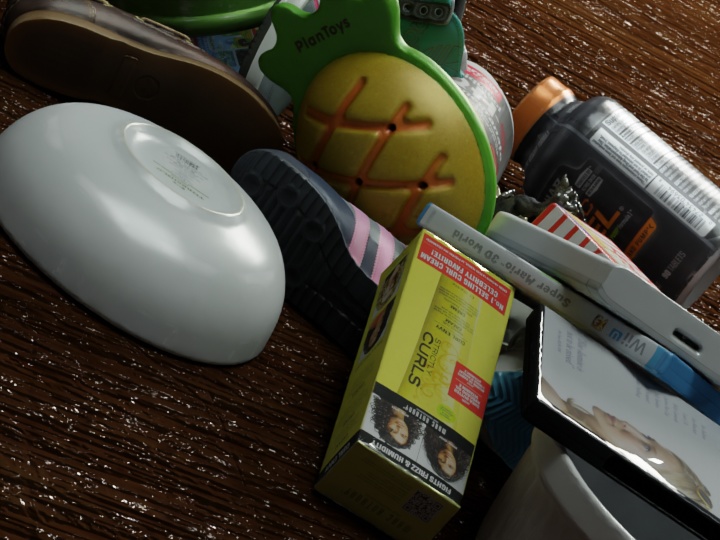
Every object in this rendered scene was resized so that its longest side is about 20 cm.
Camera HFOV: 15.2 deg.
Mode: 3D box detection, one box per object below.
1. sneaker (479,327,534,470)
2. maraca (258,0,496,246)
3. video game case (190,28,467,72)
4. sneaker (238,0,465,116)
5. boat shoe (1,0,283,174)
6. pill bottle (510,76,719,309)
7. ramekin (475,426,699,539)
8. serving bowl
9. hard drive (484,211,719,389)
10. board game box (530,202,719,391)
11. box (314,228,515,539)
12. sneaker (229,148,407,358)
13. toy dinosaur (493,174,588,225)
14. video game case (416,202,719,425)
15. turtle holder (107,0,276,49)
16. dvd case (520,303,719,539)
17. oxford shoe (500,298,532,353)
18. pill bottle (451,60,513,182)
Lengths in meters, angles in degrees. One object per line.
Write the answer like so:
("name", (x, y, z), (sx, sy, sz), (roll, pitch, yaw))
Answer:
("sneaker", (0.111, 0.078, 1.710), (0.081, 0.077, 0.200), (39, 12, 26))
("maraca", (0.011, -0.092, 1.733), (0.200, 0.137, 0.107), (61, 31, -6))
("video game case", (-0.035, -0.168, 1.905), (0.199, 0.018, 0.143), (-6, 31, -7))
("sneaker", (0.010, -0.153, 1.809), (0.121, 0.200, 0.084), (31, -19, 15))
("boat shoe", (-0.137, -0.130, 1.739), (0.200, 0.070, 0.070), (29, 25, -22))
("pill bottle", (0.200, -0.063, 2.109), (0.200, 0.106, 0.106), (41, 20, 12))
("ramekin", (0.156, 0.173, 1.515), (0.200, 0.105, 0.200), (33, 21, -14))
("serving bowl", (-0.120, -0.035, 1.569), (0.200, 0.066, 0.200), (33, 19, -13))
("hard drive", (0.163, 0.022, 1.665), (0.132, 0.027, 0.200), (34, 0, -20))
("board game box", (0.190, 0.033, 1.889), (0.152, 0.046, 0.200), (47, 7, 16))
("box", (0.034, 0.066, 1.547), (0.075, 0.050, 0.200), (34, 36, -11))
("sneaker", (0.000, 0.000, 1.688), (0.200, 0.070, 0.082), (48, 27, 6))
("toy dinosaur", (0.112, -0.035, 1.909), (0.200, 0.088, 0.048), (-66, 136, -80))
("video game case", (0.138, 0.032, 1.664), (0.200, 0.018, 0.143), (33, -2, 34))
("turtle holder", (-0.091, -0.225, 1.850), (0.185, 0.132, 0.141), (4, 28, 15))
("dvd case", (0.175, 0.103, 1.519), (0.200, 0.018, 0.143), (35, 19, -8))
("oxford shoe", (0.101, 0.021, 1.829), (0.200, 0.058, 0.075), (14, 28, -50))
("pill bottle", (0.049, -0.089, 1.904), (0.111, 0.111, 0.200), (36, 20, -2))
